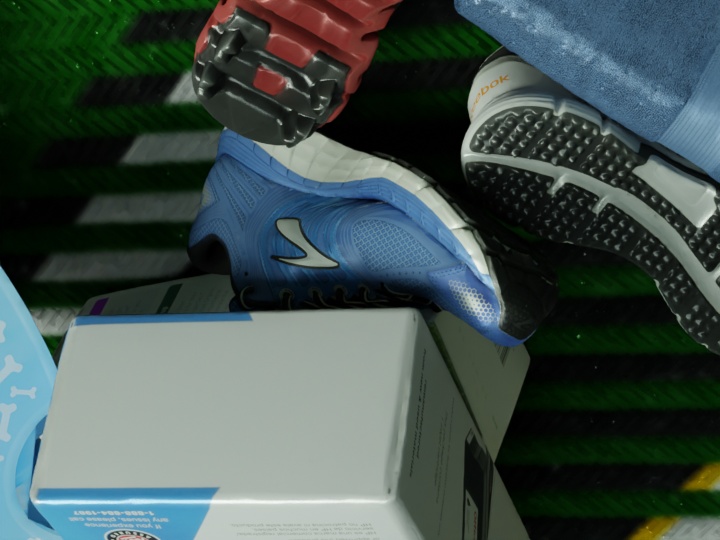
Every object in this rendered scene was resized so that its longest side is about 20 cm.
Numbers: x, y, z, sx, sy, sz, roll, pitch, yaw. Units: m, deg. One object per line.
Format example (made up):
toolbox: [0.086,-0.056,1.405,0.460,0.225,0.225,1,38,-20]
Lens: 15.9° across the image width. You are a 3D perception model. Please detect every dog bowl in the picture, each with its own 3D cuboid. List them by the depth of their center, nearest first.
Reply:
dog bowl: [-0.157,0.068,1.063,0.111,0.049,0.201,37,149,46]

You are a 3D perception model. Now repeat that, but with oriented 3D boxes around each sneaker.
sneaker: [0.003,-0.137,0.998,0.071,0.098,0.200,30,136,-14]
sneaker: [0.000,0.000,1.045,0.078,0.090,0.199,30,175,-40]
sneaker: [0.127,-0.033,1.053,0.199,0.080,0.074,32,118,-23]

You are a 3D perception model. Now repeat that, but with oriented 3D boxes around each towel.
towel: [0.142,-0.096,0.992,0.199,0.049,0.112,31,90,-6]

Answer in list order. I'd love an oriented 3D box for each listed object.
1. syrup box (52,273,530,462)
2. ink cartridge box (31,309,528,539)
syrup box: [-0.035,0.047,1.141,0.199,0.082,0.079,-11,120,24]
ink cartridge box: [-0.024,0.101,1.030,0.143,0.085,0.200,-2,148,17]
